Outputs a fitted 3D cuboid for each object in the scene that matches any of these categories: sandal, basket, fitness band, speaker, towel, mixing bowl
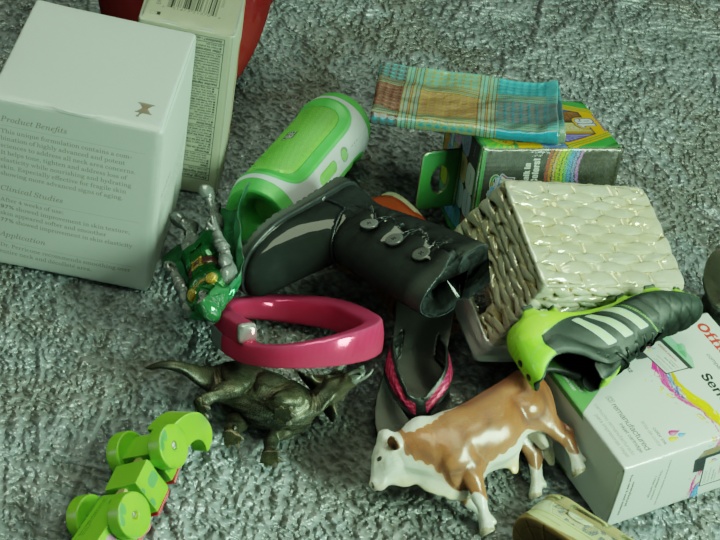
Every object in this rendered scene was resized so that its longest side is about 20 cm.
[{"bbox_3d":[0.053,0.089,1.464,0.074,0.045,0.203,5,66,-1],"label":"sandal"},{"bbox_3d":[0.194,-0.001,1.532,0.198,0.124,0.137,0,57,-33],"label":"basket"},{"bbox_3d":[-0.059,0.052,1.459,0.142,0.038,0.200,-4,11,-19],"label":"fitness band"},{"bbox_3d":[-0.062,-0.106,1.667,0.088,0.089,0.200,23,43,13],"label":"speaker"},{"bbox_3d":[0.112,-0.173,1.640,0.197,0.022,0.147,7,28,1],"label":"towel"},{"bbox_3d":[-0.195,-0.254,1.748,0.197,0.200,0.110,3,85,-10],"label":"mixing bowl"}]

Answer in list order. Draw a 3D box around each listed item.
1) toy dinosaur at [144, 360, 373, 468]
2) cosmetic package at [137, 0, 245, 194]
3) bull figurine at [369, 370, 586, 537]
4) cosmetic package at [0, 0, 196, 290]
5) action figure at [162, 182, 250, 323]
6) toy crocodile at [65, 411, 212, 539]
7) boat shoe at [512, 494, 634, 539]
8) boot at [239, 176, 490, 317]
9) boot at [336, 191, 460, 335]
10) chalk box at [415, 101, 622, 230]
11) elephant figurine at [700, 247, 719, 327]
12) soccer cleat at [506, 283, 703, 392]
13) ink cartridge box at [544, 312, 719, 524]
[{"bbox_3d":[-0.094,0.117,1.438,0.197,0.078,0.102,6,23,10],"label":"toy dinosaur"},{"bbox_3d":[-0.180,-0.189,1.643,0.102,0.202,0.088,11,40,-2],"label":"cosmetic package"},{"bbox_3d":[0.103,0.162,1.402,0.199,0.065,0.122,-27,82,-27],"label":"bull figurine"},{"bbox_3d":[-0.260,-0.120,1.547,0.165,0.202,0.167,12,41,-1],"label":"cosmetic package"},{"bbox_3d":[-0.145,-0.010,1.493,0.055,0.118,0.201,40,15,-26],"label":"action figure"},{"bbox_3d":[-0.189,0.188,1.337,0.067,0.062,0.201,-13,32,34],"label":"toy crocodile"},{"bbox_3d":[0.224,0.252,1.349,0.199,0.074,0.062,32,43,25],"label":"boat shoe"},{"bbox_3d":[0.001,-0.001,1.489,0.165,0.066,0.199,-42,50,-22],"label":"boot"},{"bbox_3d":[0.053,-0.013,1.605,0.106,0.076,0.200,-20,49,-37],"label":"boot"},{"bbox_3d":[0.151,-0.098,1.662,0.197,0.126,0.124,0,28,-15],"label":"chalk box"},{"bbox_3d":[0.387,0.006,1.561,0.141,0.202,0.155,-25,53,-35],"label":"elephant figurine"},{"bbox_3d":[0.227,0.065,1.445,0.197,0.068,0.082,-9,59,-19],"label":"soccer cleat"},{"bbox_3d":[0.277,0.134,1.482,0.198,0.085,0.145,-13,46,-25],"label":"ink cartridge box"}]
